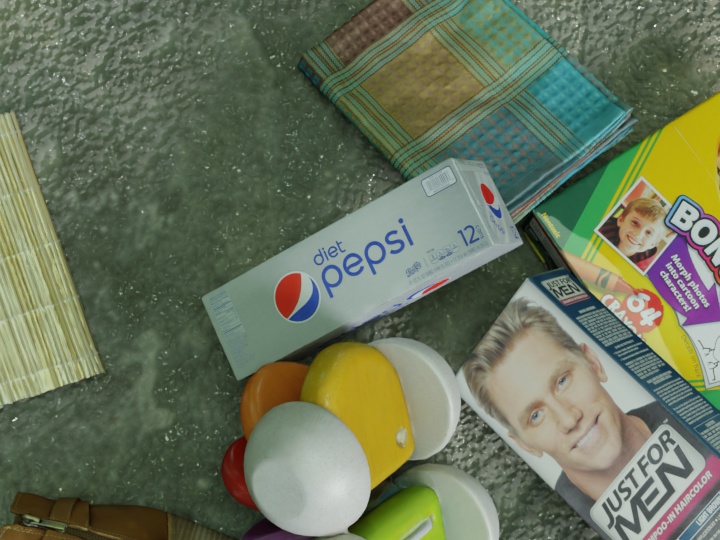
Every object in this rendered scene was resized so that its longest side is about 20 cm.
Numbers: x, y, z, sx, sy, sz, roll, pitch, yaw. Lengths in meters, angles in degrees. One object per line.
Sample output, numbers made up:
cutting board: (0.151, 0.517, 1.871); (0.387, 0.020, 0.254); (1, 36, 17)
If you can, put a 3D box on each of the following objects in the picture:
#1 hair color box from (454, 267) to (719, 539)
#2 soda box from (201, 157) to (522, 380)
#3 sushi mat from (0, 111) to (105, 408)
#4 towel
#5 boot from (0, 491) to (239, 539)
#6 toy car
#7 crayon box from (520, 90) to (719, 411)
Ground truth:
hair color box: (0.162, 0.102, 1.003); (0.200, 0.060, 0.100); (44, 118, 21)
soda box: (0.000, 0.000, 1.015); (0.200, 0.068, 0.064); (-29, 81, 21)
sushi mat: (-0.252, -0.007, 1.071); (0.095, 0.012, 0.201); (-20, 82, -6)
towel: (0.070, -0.124, 1.076); (0.147, 0.022, 0.200); (-39, 66, -9)
boot: (-0.162, 0.208, 0.957); (0.155, 0.200, 0.077); (15, 122, -4)
toy car: (-0.016, 0.147, 0.993); (0.150, 0.175, 0.201); (-12, 100, 35)
crayon box: (0.237, 0.002, 1.069); (0.172, 0.058, 0.200); (-32, 82, -9)
